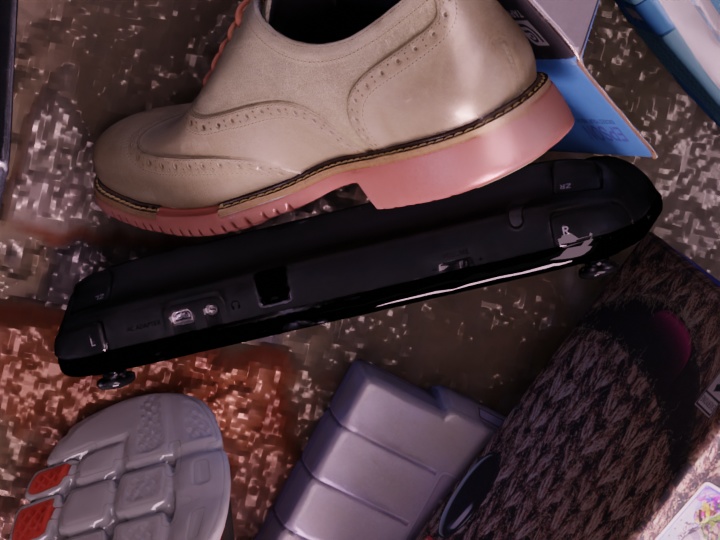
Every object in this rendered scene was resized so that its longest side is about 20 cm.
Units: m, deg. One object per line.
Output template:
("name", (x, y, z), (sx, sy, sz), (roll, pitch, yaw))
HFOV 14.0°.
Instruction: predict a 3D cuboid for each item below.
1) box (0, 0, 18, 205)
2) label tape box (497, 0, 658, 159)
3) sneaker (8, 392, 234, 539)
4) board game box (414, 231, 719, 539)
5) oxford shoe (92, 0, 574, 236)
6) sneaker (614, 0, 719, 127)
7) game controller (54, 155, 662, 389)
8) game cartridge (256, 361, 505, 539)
("box", (-0.167, -0.038, 0.879), (0.107, 0.149, 0.200), (6, 144, -12))
("label tape box", (0.021, -0.129, 0.940), (0.200, 0.144, 0.063), (46, 79, -18))
("sneaker", (-0.073, 0.136, 0.992), (0.077, 0.200, 0.082), (-8, 142, 11))
("board game box", (0.090, 0.108, 0.957), (0.097, 0.159, 0.200), (35, 94, -15))
("oxford shoe", (-0.020, -0.060, 0.942), (0.071, 0.200, 0.074), (-41, 113, -43))
("sneaker", (0.144, -0.127, 1.002), (0.131, 0.080, 0.200), (-38, 108, 1))
("game controller", (0.000, 0.000, 0.967), (0.200, 0.104, 0.042), (-13, 88, 14))
("game cartridge", (0.057, 0.128, 1.062), (0.200, 0.038, 0.130), (27, 93, -16))
